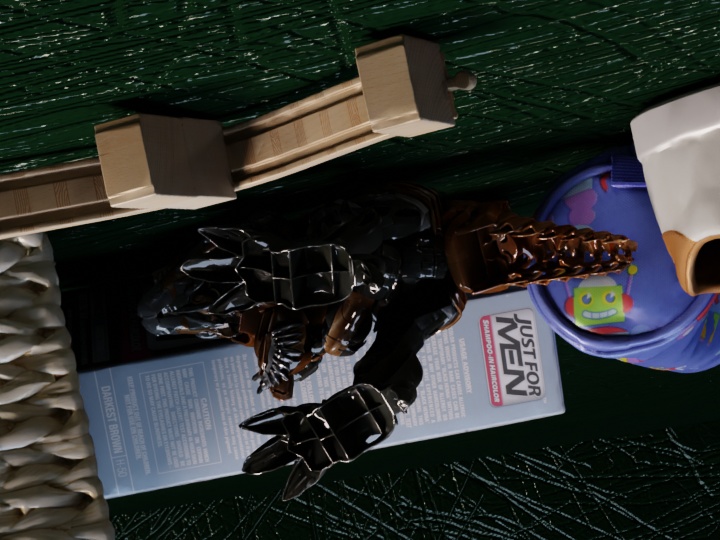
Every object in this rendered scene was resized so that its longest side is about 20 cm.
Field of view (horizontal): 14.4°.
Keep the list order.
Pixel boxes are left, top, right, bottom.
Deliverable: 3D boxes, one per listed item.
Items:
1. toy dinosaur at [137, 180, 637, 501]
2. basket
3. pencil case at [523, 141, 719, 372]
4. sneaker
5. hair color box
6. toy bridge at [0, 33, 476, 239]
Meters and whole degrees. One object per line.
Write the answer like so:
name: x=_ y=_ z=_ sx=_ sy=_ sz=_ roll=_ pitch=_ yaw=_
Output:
toy dinosaur: x=0.000 y=0.000 z=1.061 sx=0.200 sy=0.102 sz=0.136 roll=-31 pitch=-173 yaw=33
basket: x=-0.199 y=0.086 z=1.059 sx=0.197 sy=0.162 sz=0.200 roll=-9 pitch=172 yaw=-14
pencil case: x=0.119 y=-0.004 z=1.150 sx=0.078 sy=0.087 sz=0.200 roll=14 pitch=179 yaw=14
sneaker: x=0.180 y=-0.038 z=0.963 sx=0.073 sy=0.085 sz=0.200 roll=-3 pitch=168 yaw=-39
hair color box: x=-0.023 y=0.034 z=1.180 sx=0.199 sy=0.061 sz=0.099 roll=-10 pitch=-160 yaw=-3
toy bridge: x=-0.057 y=-0.034 z=0.864 sx=0.199 sy=0.027 sz=0.067 roll=-13 pitch=175 yaw=20
